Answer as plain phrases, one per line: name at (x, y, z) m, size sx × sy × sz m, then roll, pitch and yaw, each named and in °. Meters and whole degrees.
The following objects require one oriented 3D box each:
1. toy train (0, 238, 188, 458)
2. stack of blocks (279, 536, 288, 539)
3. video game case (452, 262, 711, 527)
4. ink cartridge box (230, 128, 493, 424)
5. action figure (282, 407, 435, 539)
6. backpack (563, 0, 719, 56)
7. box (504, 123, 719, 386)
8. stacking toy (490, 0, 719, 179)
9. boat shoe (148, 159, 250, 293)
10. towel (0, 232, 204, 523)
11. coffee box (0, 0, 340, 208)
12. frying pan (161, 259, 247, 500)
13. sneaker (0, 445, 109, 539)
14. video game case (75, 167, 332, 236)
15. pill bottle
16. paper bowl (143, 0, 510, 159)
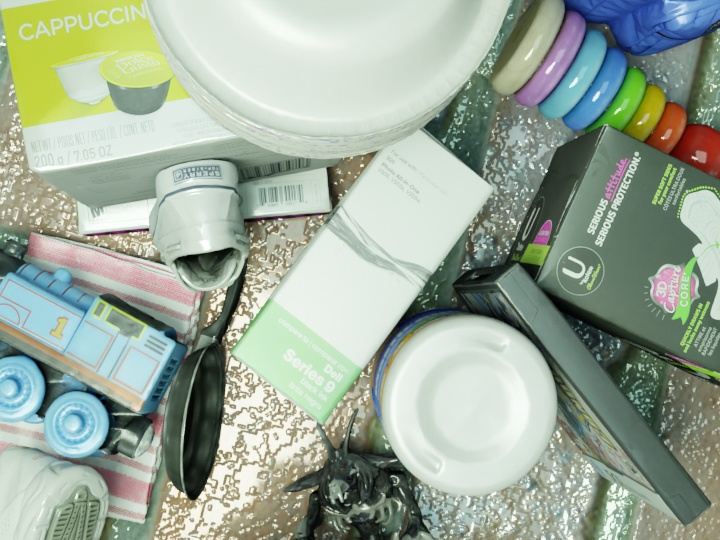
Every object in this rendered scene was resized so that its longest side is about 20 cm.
toy train at (-0.227, 0.057, 0.732) m, size 0.198 × 0.087 × 0.115 m, roll 28°, pitch 81°, yaw 3°
stack of blocks at (-0.070, 0.276, 0.667) m, size 0.115 × 0.058 × 0.202 m, roll 32°, pitch 123°, yaw 21°
video game case at (0.148, 0.081, 0.723) m, size 0.025 × 0.181 × 0.201 m, roll -39°, pitch 91°, yaw -3°
ink cartridge box at (0.000, 0.000, 0.734) m, size 0.084 × 0.146 × 0.201 m, roll 37°, pitch 88°, yaw -1°
action figure at (0.005, 0.212, 0.757) m, size 0.117 × 0.102 × 0.202 m, roll -17°, pitch 92°, yaw 9°
backpack at (0.231, -0.257, 0.722) m, size 0.162 × 0.200 × 0.169 m, roll -34°, pitch 91°, yaw -3°
box at (0.223, -0.003, 0.744) m, size 0.198 × 0.149 × 0.125 m, roll 26°, pitch 90°, yaw -3°
stacking toy at (0.204, -0.129, 0.785) m, size 0.199 × 0.085 × 0.086 m, roll 30°, pitch 88°, yaw -7°
boat shoe at (-0.113, -0.017, 0.700) m, size 0.073 × 0.200 × 0.066 m, roll -9°, pitch 80°, yaw -5°
towel at (-0.213, 0.084, 0.782) m, size 0.145 × 0.030 × 0.203 m, roll 14°, pitch 89°, yaw -2°
coffee box at (-0.118, -0.164, 0.668) m, size 0.197 × 0.200 × 0.200 m, roll -10°, pitch 88°, yaw -5°
frying pan at (-0.118, 0.073, 0.745) m, size 0.030 × 0.115 × 0.193 m, roll 5°, pitch 88°, yaw 6°
sneaker at (-0.245, 0.216, 0.702) m, size 0.099 × 0.078 × 0.202 m, roll 21°, pitch 89°, yaw 35°
video game case at (-0.127, -0.126, 0.785) m, size 0.197 × 0.036 × 0.184 m, roll -6°, pitch 89°, yaw -3°
pill bottle at (0.063, 0.083, 0.710) m, size 0.110 × 0.200 × 0.114 m, roll 0°, pitch 90°, yaw -3°
paper bowl at (-0.017, -0.166, 0.526) m, size 0.198 × 0.104 × 0.204 m, roll 0°, pitch 88°, yaw -7°
